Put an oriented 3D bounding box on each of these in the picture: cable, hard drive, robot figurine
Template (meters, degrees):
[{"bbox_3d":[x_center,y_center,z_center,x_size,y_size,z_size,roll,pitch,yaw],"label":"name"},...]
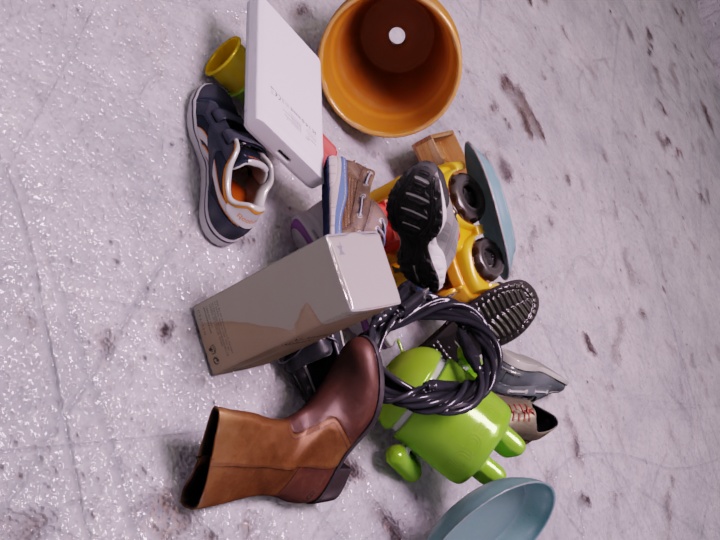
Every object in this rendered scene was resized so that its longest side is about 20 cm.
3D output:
[{"bbox_3d":[0.077,0.101,1.083,0.162,0.051,0.200,35,41,6],"label":"cable"},{"bbox_3d":[-0.090,-0.213,1.122,0.132,0.026,0.203,41,36,-45],"label":"hard drive"},{"bbox_3d":[0.101,0.174,1.142,0.199,0.116,0.177,37,78,2],"label":"robot figurine"}]

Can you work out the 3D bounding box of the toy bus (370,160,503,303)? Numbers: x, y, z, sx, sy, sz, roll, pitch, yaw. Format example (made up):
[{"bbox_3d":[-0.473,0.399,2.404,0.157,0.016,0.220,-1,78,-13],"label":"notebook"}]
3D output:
[{"bbox_3d":[0.080,-0.034,1.256,0.190,0.134,0.204,-10,79,-50],"label":"toy bus"}]

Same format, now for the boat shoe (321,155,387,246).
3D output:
[{"bbox_3d":[-0.006,-0.050,1.077,0.071,0.073,0.203,4,56,-9],"label":"boat shoe"}]

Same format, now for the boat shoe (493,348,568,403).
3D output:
[{"bbox_3d":[0.254,0.167,1.442,0.199,0.072,0.063,22,96,-53],"label":"boat shoe"}]

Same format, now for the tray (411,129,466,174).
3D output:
[{"bbox_3d":[0.131,-0.157,1.430,0.100,0.037,0.200,64,19,-3],"label":"tray"}]

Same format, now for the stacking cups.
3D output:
[{"bbox_3d":[-0.108,-0.197,1.179,0.200,0.060,0.061,46,39,-33],"label":"stacking cups"}]

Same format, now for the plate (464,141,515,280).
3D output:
[{"bbox_3d":[0.186,-0.086,1.328,0.200,0.025,0.204,163,-89,-90],"label":"plate"}]

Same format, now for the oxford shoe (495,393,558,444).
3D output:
[{"bbox_3d":[0.205,0.199,1.327,0.198,0.074,0.072,18,57,-46],"label":"oxford shoe"}]

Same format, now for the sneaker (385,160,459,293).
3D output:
[{"bbox_3d":[0.080,-0.062,1.114,0.080,0.073,0.202,-53,156,-27],"label":"sneaker"}]

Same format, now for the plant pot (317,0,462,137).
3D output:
[{"bbox_3d":[0.049,-0.317,1.348,0.201,0.198,0.184,51,22,-18],"label":"plant pot"}]

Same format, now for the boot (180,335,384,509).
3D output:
[{"bbox_3d":[-0.076,0.146,0.944,0.198,0.191,0.068,14,15,-47],"label":"boot"}]

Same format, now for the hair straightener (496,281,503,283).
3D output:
[{"bbox_3d":[0.210,0.041,1.456,0.198,0.041,0.078,-5,74,-53],"label":"hair straightener"}]

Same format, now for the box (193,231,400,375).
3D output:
[{"bbox_3d":[-0.067,0.034,0.960,0.094,0.198,0.079,-7,74,-53],"label":"box"}]

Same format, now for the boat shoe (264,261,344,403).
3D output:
[{"bbox_3d":[-0.055,0.084,1.053,0.062,0.073,0.203,-49,116,-75],"label":"boat shoe"}]

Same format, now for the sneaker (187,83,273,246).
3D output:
[{"bbox_3d":[-0.142,-0.133,1.069,0.078,0.079,0.204,14,58,-47],"label":"sneaker"}]

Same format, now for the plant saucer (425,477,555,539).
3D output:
[{"bbox_3d":[0.141,0.308,1.108,0.198,0.201,0.036,17,24,-47],"label":"plant saucer"}]

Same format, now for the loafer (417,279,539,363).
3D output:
[{"bbox_3d":[0.142,0.076,1.240,0.074,0.198,0.071,58,-4,-8],"label":"loafer"}]

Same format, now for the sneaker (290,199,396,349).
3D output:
[{"bbox_3d":[0.000,0.000,1.154,0.099,0.075,0.202,-35,101,-25],"label":"sneaker"}]
